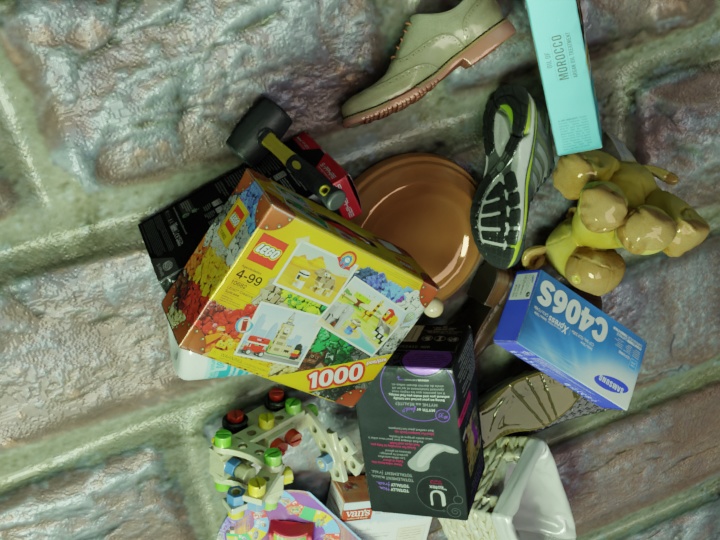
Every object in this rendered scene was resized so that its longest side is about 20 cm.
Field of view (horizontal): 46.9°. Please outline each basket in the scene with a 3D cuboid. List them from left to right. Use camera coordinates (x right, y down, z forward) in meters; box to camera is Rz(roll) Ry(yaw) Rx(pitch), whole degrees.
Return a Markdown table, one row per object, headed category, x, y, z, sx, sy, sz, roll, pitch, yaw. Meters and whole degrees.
| category | x | y | z | sx | sy | sz | roll | pitch | yaw |
| --- | --- | --- | --- | --- | --- | --- | --- | --- | --- |
| basket | 0.189 | 0.324 | 1.093 | 0.136 | 0.123 | 0.200 | -53 | 131 | -38 |

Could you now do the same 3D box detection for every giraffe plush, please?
| category | x | y | z | sx | sy | sz | roll | pitch | yaw |
| --- | --- | --- | --- | --- | --- | --- | --- | --- | --- |
| giraffe plush | 0.273 | -0.045 | 0.962 | 0.172 | 0.200 | 0.162 | 23 | 123 | -7 |

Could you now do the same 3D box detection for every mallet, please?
| category | x | y | z | sx | sy | sz | roll | pitch | yaw |
| --- | --- | --- | --- | --- | --- | --- | --- | --- | --- |
| mallet | -0.072 | -0.095 | 0.762 | 0.066 | 0.200 | 0.041 | -44 | 130 | 8 |

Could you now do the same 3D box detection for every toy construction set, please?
| category | x | y | z | sx | sy | sz | roll | pitch | yaw |
| --- | --- | --- | --- | --- | --- | --- | --- | --- | --- |
| toy construction set | -0.087 | 0.200 | 0.925 | 0.200 | 0.131 | 0.092 | -4 | 112 | -50 |

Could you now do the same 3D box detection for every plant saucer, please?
| category | x | y | z | sx | sy | sz | roll | pitch | yaw |
| --- | --- | --- | --- | --- | --- | --- | --- | --- | --- |
| plant saucer | 0.059 | -0.033 | 0.941 | 0.200 | 0.037 | 0.200 | -9 | 117 | -18 |

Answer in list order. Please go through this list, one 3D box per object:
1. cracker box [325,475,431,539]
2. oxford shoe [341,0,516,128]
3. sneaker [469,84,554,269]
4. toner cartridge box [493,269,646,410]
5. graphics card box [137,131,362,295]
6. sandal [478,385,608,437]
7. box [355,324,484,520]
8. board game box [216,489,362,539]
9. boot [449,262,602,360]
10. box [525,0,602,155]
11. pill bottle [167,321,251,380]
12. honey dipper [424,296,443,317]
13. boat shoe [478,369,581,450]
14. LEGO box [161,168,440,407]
| category | x | y | z | sx | sy | sz | roll | pitch | yaw |
| --- | --- | --- | --- | --- | --- | --- | --- | --- | --- |
| cracker box | 0.014 | 0.367 | 1.105 | 0.134 | 0.058 | 0.200 | 2 | 114 | -23 |
| oxford shoe | 0.057 | -0.216 | 0.846 | 0.200 | 0.071 | 0.074 | -33 | 97 | -4 |
| sneaker | 0.178 | -0.100 | 0.920 | 0.081 | 0.074 | 0.200 | 2 | 99 | -40 |
| toner cartridge box | 0.256 | 0.086 | 1.000 | 0.200 | 0.043 | 0.095 | 30 | 73 | -26 |
| graphics card box | -0.110 | -0.051 | 0.809 | 0.200 | 0.125 | 0.051 | -30 | 127 | -8 |
| sandal | 0.248 | 0.172 | 1.106 | 0.200 | 0.045 | 0.075 | -11 | 103 | -1 |
| box | 0.070 | 0.173 | 0.966 | 0.122 | 0.106 | 0.200 | 1 | 112 | 20 |
| board game box | -0.082 | 0.365 | 1.031 | 0.158 | 0.039 | 0.200 | -39 | 106 | 16 |
| boot | 0.202 | 0.092 | 1.052 | 0.200 | 0.064 | 0.187 | 16 | 109 | -33 |
| box | 0.213 | -0.230 | 0.873 | 0.049 | 0.082 | 0.200 | -9 | 122 | 19 |
| pill bottle | -0.096 | 0.052 | 0.874 | 0.200 | 0.111 | 0.111 | -4 | 116 | -20 |
| honey dipper | 0.000 | 0.000 | 0.887 | 0.200 | 0.038 | 0.038 | 29 | 102 | -6 |
| boat shoe | 0.184 | 0.176 | 1.059 | 0.201 | 0.063 | 0.073 | -32 | 99 | 5 |
| LEGO box | -0.052 | 0.022 | 0.754 | 0.200 | 0.077 | 0.149 | 25 | 106 | -36 |
